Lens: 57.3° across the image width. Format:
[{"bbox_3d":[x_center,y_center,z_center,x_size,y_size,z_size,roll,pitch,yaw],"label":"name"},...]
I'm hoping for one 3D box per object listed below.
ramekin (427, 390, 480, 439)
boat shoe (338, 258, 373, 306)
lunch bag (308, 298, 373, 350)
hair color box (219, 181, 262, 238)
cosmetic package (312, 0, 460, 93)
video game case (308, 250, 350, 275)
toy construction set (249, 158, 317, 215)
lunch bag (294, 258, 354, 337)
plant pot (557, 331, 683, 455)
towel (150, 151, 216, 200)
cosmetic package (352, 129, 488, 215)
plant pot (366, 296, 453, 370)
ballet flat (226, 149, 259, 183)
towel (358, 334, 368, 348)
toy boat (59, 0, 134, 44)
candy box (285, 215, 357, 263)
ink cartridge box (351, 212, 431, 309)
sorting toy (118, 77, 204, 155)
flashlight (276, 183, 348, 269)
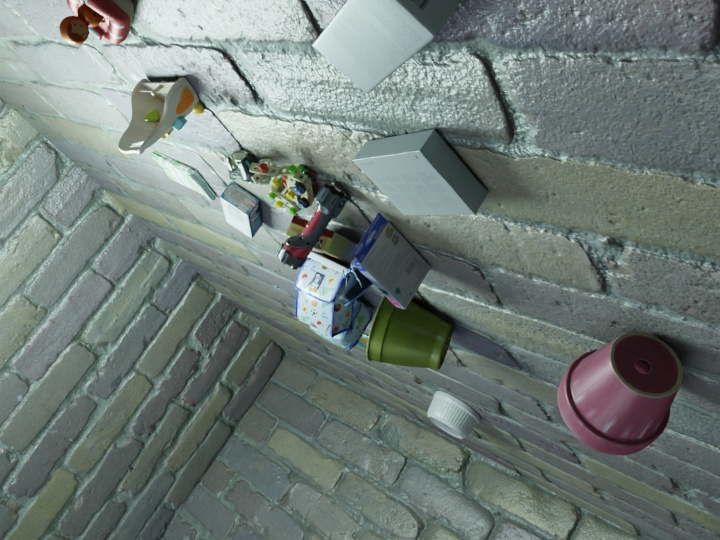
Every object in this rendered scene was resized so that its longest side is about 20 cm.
[{"bbox_3d":[0.353,0.566,2.560,0.200,0.105,0.200,32,163,11],"label":"ramekin"},{"bbox_3d":[0.000,0.000,1.492,0.069,0.200,0.084,49,135,-12],"label":"boat shoe"},{"bbox_3d":[-0.061,0.156,2.117,0.200,0.161,0.082,17,162,50],"label":"lunch bag"},{"bbox_3d":[-0.342,-0.172,1.909,0.100,0.061,0.200,33,164,3],"label":"hair color box"},{"bbox_3d":[0.026,-0.304,0.809,0.101,0.071,0.200,39,163,-15],"label":"cosmetic package"},{"bbox_3d":[-0.030,-0.011,1.680,0.143,0.018,0.200,25,-173,33],"label":"video game case"},{"bbox_3d":[-0.166,-0.194,1.476,0.131,0.092,0.200,30,174,15],"label":"toy construction set"},{"bbox_3d":[-0.109,0.076,1.984,0.170,0.124,0.201,23,118,35],"label":"lunch bag"},{"bbox_3d":[0.483,0.210,1.198,0.199,0.200,0.179,30,147,15],"label":"plant pot"},{"bbox_3d":[-0.548,-0.288,2.038,0.199,0.031,0.149,25,160,30],"label":"towel"},{"bbox_3d":[0.097,-0.159,1.115,0.151,0.052,0.200,41,163,-28],"label":"cosmetic package"},{"bbox_3d":[0.140,0.176,1.767,0.192,0.201,0.201,17,159,15],"label":"plant pot"},{"bbox_3d":[-0.277,-0.249,1.557,0.069,0.068,0.200,60,163,-21],"label":"ballet flat"},{"bbox_3d":[0.025,0.273,2.523,0.199,0.022,0.147,21,160,32],"label":"towel"},{"bbox_3d":[-0.515,-0.482,1.248,0.130,0.131,0.200,39,163,-16],"label":"toy boat"},{"bbox_3d":[-0.085,-0.071,1.590,0.115,0.056,0.200,24,-179,19],"label":"candy box"},{"bbox_3d":[0.062,-0.021,1.448,0.042,0.120,0.200,10,151,52],"label":"ink cartridge box"},{"bbox_3d":[-0.464,-0.333,1.479,0.200,0.180,0.107,17,156,47],"label":"sorting toy"},{"bbox_3d":[-0.110,-0.098,1.449,0.068,0.200,0.068,15,-153,-40],"label":"flashlight"}]
